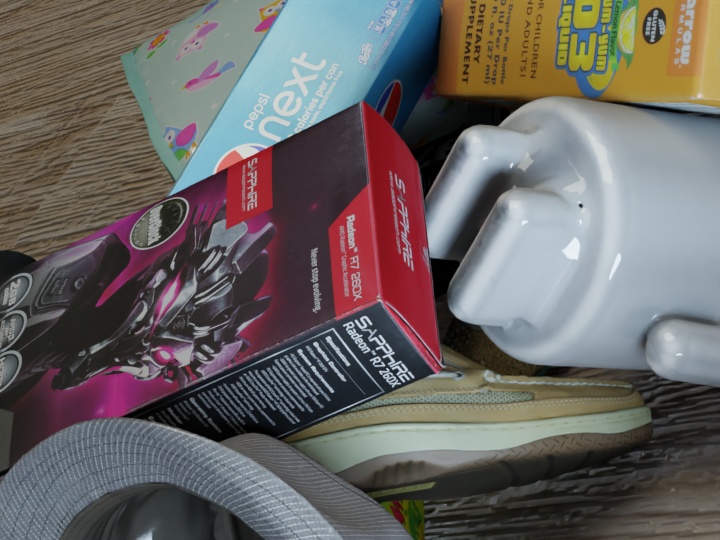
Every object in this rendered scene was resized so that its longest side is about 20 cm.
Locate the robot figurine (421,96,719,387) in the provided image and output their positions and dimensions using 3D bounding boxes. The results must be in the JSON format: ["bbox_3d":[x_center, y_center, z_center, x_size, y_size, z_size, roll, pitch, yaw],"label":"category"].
[{"bbox_3d":[0.123,-0.014,0.749,0.113,0.199,0.170,-59,39,36],"label":"robot figurine"}]

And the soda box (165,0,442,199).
[{"bbox_3d":[-0.031,-0.058,0.831,0.064,0.068,0.200,23,69,18],"label":"soda box"}]

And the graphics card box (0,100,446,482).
[{"bbox_3d":[-0.068,0.022,0.704,0.200,0.051,0.126,-25,40,18],"label":"graphics card box"}]

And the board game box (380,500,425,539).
[{"bbox_3d":[-0.024,0.120,0.802,0.101,0.048,0.200,-24,30,15],"label":"board game box"}]

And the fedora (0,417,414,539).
[{"bbox_3d":[-0.034,0.129,0.628,0.177,0.200,0.090,-41,-6,38],"label":"fedora"}]

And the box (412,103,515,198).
[{"bbox_3d":[0.001,-0.031,1.012,0.200,0.046,0.159,-21,31,18],"label":"box"}]

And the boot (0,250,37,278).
[{"bbox_3d":[-0.195,0.108,0.865,0.200,0.076,0.168,-61,35,21],"label":"boot"}]

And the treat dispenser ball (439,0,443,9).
[{"bbox_3d":[0.137,-0.186,0.959,0.200,0.201,0.201,-24,30,15],"label":"treat dispenser ball"}]

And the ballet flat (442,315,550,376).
[{"bbox_3d":[0.100,-0.009,0.863,0.200,0.065,0.070,-43,35,-17],"label":"ballet flat"}]

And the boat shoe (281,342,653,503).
[{"bbox_3d":[0.029,0.056,0.737,0.199,0.076,0.072,-5,-21,-20],"label":"boat shoe"}]

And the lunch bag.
[{"bbox_3d":[-0.036,-0.098,0.980,0.170,0.122,0.200,-31,24,0],"label":"lunch bag"}]

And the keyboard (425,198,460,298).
[{"bbox_3d":[0.000,0.000,0.810,0.200,0.040,0.104,-31,-19,-38],"label":"keyboard"}]

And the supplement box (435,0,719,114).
[{"bbox_3d":[0.115,-0.106,0.781,0.069,0.067,0.200,4,3,-32],"label":"supplement box"}]
